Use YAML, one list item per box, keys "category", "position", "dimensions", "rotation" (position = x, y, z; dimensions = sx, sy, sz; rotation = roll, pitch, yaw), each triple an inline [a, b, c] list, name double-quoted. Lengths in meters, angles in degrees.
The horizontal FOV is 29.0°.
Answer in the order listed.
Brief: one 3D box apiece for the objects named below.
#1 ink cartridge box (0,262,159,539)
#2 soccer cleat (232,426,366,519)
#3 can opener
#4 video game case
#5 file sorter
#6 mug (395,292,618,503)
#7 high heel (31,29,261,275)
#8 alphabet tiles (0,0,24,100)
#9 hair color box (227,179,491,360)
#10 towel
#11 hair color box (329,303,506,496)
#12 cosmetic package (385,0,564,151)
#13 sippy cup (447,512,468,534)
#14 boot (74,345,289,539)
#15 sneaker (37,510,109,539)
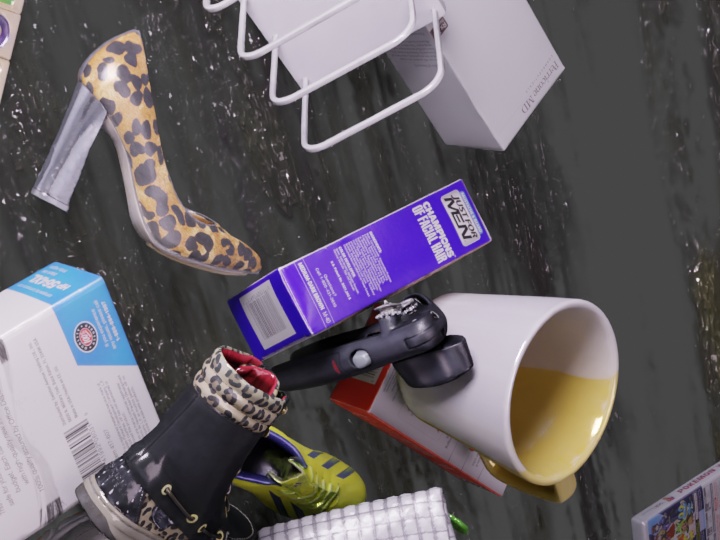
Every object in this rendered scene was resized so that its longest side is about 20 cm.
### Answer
- category: "ink cartridge box"
  position: [-0.257, 0.107, 0.993]
  dimensions: [0.199, 0.084, 0.147]
  rotation: [-32, 119, -30]
- category: "soccer cleat"
  position: [-0.059, 0.173, 1.167]
  dimensions: [0.200, 0.083, 0.065]
  rotation: [33, 78, -38]
- category: "can opener"
  position: [-0.002, 0.069, 1.122]
  dimensions: [0.063, 0.199, 0.079]
  rotation: [-23, 96, -50]
- category: "video game case"
  position: [0.384, 0.338, 1.602]
  dimensions: [0.181, 0.023, 0.202]
  rotation: [-22, 113, -34]
- category: "file sorter"
  position: [-0.039, -0.214, 1.044]
  dimensions: [0.200, 0.138, 0.125]
  rotation: [53, 22, -32]
- category: "mug"
  position: [0.109, 0.103, 1.163]
  dimensions: [0.149, 0.152, 0.189]
  rotation: [-4, 103, -46]
- category: "high heel"
  position: [-0.135, -0.084, 1.061]
  dimensions: [0.199, 0.071, 0.144]
  rotation: [25, 89, -30]
- category: "alphabet tiles"
  position: [-0.314, -0.217, 0.934]
  dimensions: [0.199, 0.008, 0.169]
  rotation: [13, 91, -40]
- category: "hair color box"
  position: [0.000, 0.000, 1.158]
  dimensions: [0.199, 0.109, 0.065]
  rotation: [-29, 90, -32]
- category: "towel"
  position: [0.012, 0.290, 1.122]
  dimensions: [0.164, 0.086, 0.202]
  rotation: [-12, 78, -2]
- category: "hair color box"
  position: [0.073, 0.120, 1.280]
  dimensions: [0.200, 0.061, 0.102]
  rotation: [36, 75, -37]
- category: "cosmetic package"
  position: [0.083, -0.213, 1.210]
  dimensions: [0.113, 0.081, 0.200]
  rotation: [-54, 125, -20]
- category: "sippy cup"
  position: [0.044, 0.307, 1.216]
  dimensions: [0.139, 0.129, 0.180]
  rotation: [-19, 122, -69]
- category: "boot"
  position: [-0.100, 0.145, 1.036]
  dimensions: [0.154, 0.074, 0.203]
  rotation: [-47, 148, 5]
- category: "sneaker"
  position: [-0.230, 0.251, 1.039]
  dimensions: [0.199, 0.092, 0.076]
  rotation: [-29, 116, -32]
